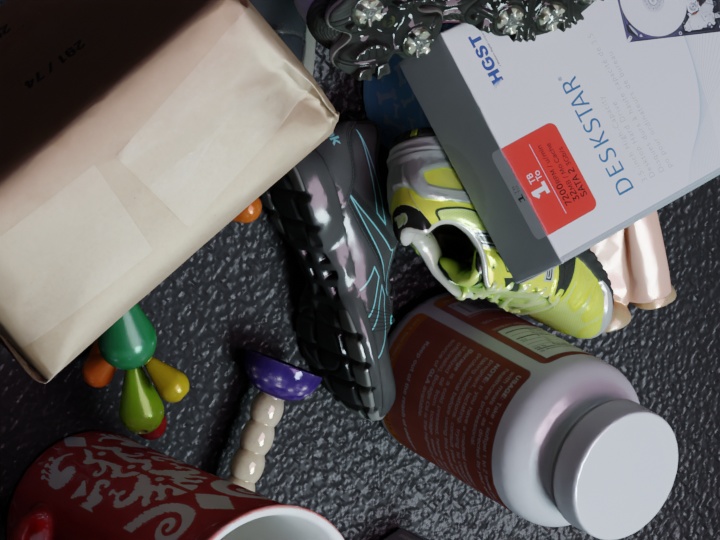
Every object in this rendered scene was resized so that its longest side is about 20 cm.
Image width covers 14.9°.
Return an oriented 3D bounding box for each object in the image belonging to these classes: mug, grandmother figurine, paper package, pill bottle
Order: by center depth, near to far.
[{"bbox_3d":[-0.144,-0.067,1.404,0.200,0.191,0.104,-42,121,-8],"label":"paper package"},{"bbox_3d":[-0.124,0.160,1.598,0.177,0.200,0.134,41,78,-38],"label":"mug"},{"bbox_3d":[0.106,0.095,1.753,0.112,0.200,0.113,-15,116,-32],"label":"pill bottle"},{"bbox_3d":[0.168,-0.067,1.784,0.121,0.060,0.201,-31,125,-35],"label":"grandmother figurine"}]

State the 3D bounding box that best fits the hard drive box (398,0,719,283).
[{"bbox_3d":[0.150,-0.108,1.674,0.200,0.077,0.156,-29,91,-22],"label":"hard drive box"}]

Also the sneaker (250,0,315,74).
[{"bbox_3d":[-0.081,-0.155,1.600,0.106,0.075,0.201,35,54,-33],"label":"sneaker"}]

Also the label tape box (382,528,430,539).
[{"bbox_3d":[-0.013,0.283,1.810,0.200,0.066,0.144,-31,121,-29],"label":"label tape box"}]

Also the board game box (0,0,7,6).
[{"bbox_3d":[-0.223,-0.120,1.497,0.196,0.056,0.200,-38,124,-11],"label":"board game box"}]

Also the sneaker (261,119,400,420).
[{"bbox_3d":[0.000,0.000,1.727,0.079,0.075,0.201,-29,120,-31],"label":"sneaker"}]

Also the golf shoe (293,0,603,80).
[{"bbox_3d":[0.055,-0.175,1.584,0.199,0.088,0.077,-14,128,-24],"label":"golf shoe"}]

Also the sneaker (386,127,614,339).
[{"bbox_3d":[0.082,-0.006,1.730,0.200,0.075,0.077,37,50,-31],"label":"sneaker"}]

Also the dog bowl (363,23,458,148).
[{"bbox_3d":[0.082,-0.089,1.780,0.112,0.049,0.200,-48,128,-16],"label":"dog bowl"}]

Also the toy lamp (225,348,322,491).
[{"bbox_3d":[-0.081,0.152,1.723,0.058,0.058,0.201,22,89,-40],"label":"toy lamp"}]

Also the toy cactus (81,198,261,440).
[{"bbox_3d":[-0.127,-0.003,1.587,0.165,0.102,0.201,17,83,-78],"label":"toy cactus"}]
